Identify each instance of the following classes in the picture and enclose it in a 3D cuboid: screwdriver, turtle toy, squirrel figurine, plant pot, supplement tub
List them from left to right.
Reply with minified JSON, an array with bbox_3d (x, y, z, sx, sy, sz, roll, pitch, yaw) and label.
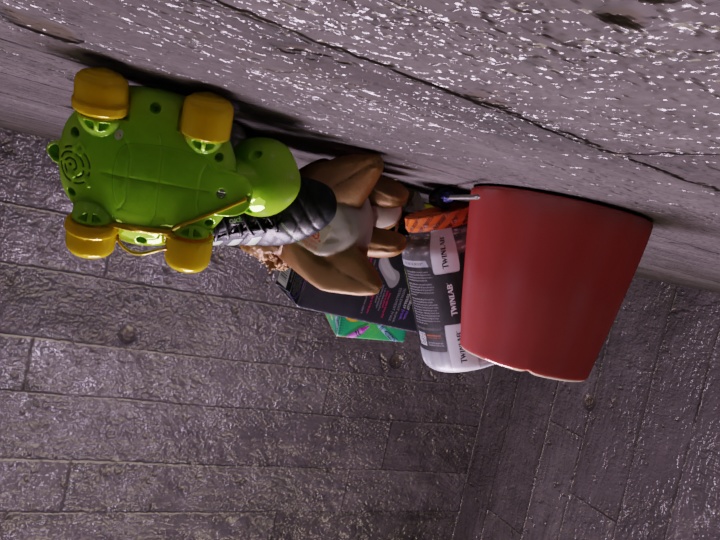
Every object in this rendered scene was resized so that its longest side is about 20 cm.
[{"bbox_3d":[-0.145,-0.082,0.519,0.199,0.147,0.101,9,-155,-16],"label":"turtle toy"},{"bbox_3d":[-0.041,-0.065,0.725,0.199,0.142,0.187,-4,-163,15],"label":"squirrel figurine"},{"bbox_3d":[0.122,0.018,0.827,0.122,0.201,0.123,-12,-169,2],"label":"supplement tub"},{"bbox_3d":[0.108,-0.087,0.728,0.028,0.029,0.200,13,180,-7],"label":"screwdriver"},{"bbox_3d":[0.198,0.015,0.701,0.199,0.178,0.200,12,-176,-1],"label":"plant pot"}]

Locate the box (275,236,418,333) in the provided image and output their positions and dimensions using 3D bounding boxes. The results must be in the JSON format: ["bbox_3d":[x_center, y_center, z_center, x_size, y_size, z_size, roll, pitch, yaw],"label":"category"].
[{"bbox_3d":[0.000,0.000,0.901,0.199,0.123,0.106,15,-171,-26],"label":"box"}]

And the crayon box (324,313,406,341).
[{"bbox_3d":[-0.001,0.057,1.117,0.118,0.059,0.200,7,-165,-15],"label":"crayon box"}]

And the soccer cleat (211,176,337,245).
[{"bbox_3d":[-0.122,-0.049,0.604,0.199,0.068,0.081,-4,-164,13],"label":"soccer cleat"}]

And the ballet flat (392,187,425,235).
[{"bbox_3d":[0.052,-0.085,0.891,0.068,0.069,0.200,17,-174,33],"label":"ballet flat"}]

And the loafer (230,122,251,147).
[{"bbox_3d":[-0.141,-0.117,0.703,0.069,0.070,0.200,13,-177,7],"label":"loafer"}]

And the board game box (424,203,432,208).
[{"bbox_3d":[0.192,-0.084,1.214,0.199,0.048,0.101,10,-175,-41],"label":"board game box"}]
